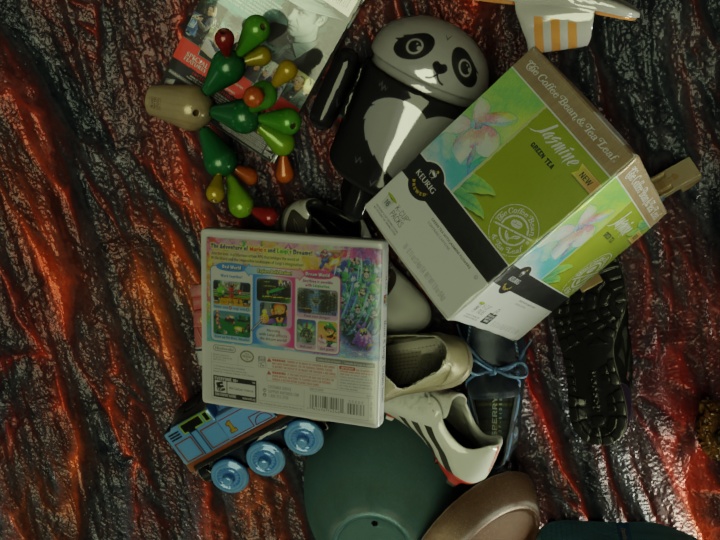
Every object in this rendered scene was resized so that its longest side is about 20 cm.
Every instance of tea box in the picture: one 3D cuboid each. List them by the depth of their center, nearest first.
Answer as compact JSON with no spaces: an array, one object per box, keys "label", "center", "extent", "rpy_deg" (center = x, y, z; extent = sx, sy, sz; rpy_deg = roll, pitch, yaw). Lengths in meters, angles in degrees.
[{"label":"tea box","center":[0.146,-0.055,0.763],"extent":[0.197,0.199,0.134],"rpy_deg":[-43,66,14]}]

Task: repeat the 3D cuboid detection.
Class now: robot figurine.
[{"label":"robot figurine","center":[0.044,-0.139,0.814],"extent":[0.125,0.149,0.202],"rpy_deg":[39,117,33]}]

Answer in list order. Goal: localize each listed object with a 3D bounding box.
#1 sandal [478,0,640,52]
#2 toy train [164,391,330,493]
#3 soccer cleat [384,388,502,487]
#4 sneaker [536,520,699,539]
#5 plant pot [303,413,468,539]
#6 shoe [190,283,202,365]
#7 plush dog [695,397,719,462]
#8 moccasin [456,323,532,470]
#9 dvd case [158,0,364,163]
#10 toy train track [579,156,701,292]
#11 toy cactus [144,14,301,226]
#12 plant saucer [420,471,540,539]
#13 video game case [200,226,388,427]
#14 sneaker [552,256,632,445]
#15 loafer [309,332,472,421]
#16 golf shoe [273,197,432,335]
[{"label":"sandal","center":[0.152,-0.235,0.794],"extent":[0.204,0.079,0.060],"rpy_deg":[11,113,14]},{"label":"toy train","center":[-0.121,0.171,0.973],"extent":[0.198,0.087,0.115],"rpy_deg":[-30,107,18]},{"label":"soccer cleat","center":[0.068,0.144,0.922],"extent":[0.200,0.068,0.086],"rpy_deg":[44,132,16]},{"label":"sneaker","center":[0.304,0.364,0.987],"extent":[0.197,0.080,0.133],"rpy_deg":[2,109,18]},{"label":"plant pot","center":[0.022,0.273,0.966],"extent":[0.197,0.135,0.203],"rpy_deg":[3,111,8]},{"label":"shoe","center":[-0.087,0.044,0.932],"extent":[0.197,0.071,0.092],"rpy_deg":[-8,91,-2]},{"label":"plush dog","center":[0.445,0.170,0.870],"extent":[0.198,0.161,0.173],"rpy_deg":[26,138,0]},{"label":"moccasin","center":[0.151,0.122,0.924],"extent":[0.079,0.068,0.203],"rpy_deg":[-7,109,11]},{"label":"dvd case","center":[-0.101,-0.231,0.860],"extent":[0.145,0.022,0.201],"rpy_deg":[32,113,-3]},{"label":"toy train track","center":[0.246,-0.047,0.857],"extent":[0.198,0.033,0.116],"rpy_deg":[-31,62,12]},{"label":"toy cactus","center":[-0.139,-0.149,0.845],"extent":[0.163,0.102,0.202],"rpy_deg":[13,121,15]},{"label":"plant saucer","center":[0.133,0.315,0.948],"extent":[0.034,0.198,0.203],"rpy_deg":[39,119,41]},{"label":"video game case","center":[-0.069,0.054,0.855],"extent":[0.197,0.024,0.185],"rpy_deg":[5,100,20]},{"label":"sneaker","center":[0.250,0.076,0.899],"extent":[0.075,0.087,0.203],"rpy_deg":[-1,87,29]},{"label":"loafer","center":[0.015,0.101,0.881],"extent":[0.197,0.068,0.077],"rpy_deg":[-17,64,8]},{"label":"golf shoe","center":[0.000,0.000,0.882],"extent":[0.199,0.094,0.078],"rpy_deg":[36,68,-8]}]
